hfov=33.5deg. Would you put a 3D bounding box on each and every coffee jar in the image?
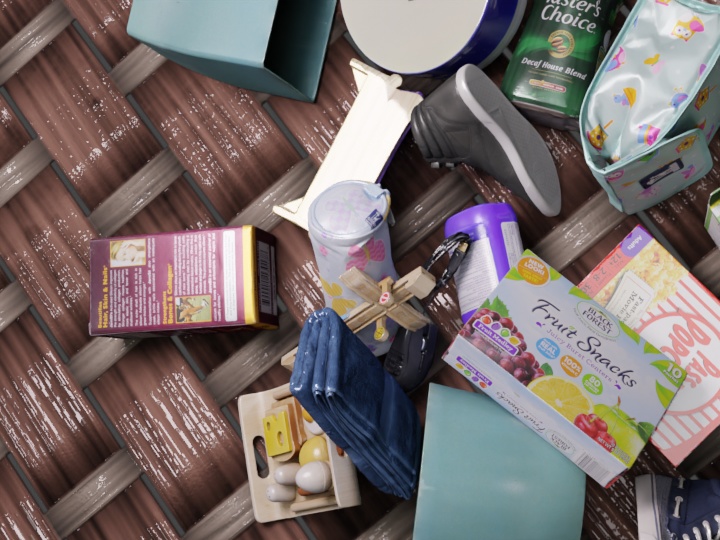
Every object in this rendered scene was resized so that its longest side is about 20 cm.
[{"bbox_3d":[0.222,-0.258,1.279,0.104,0.085,0.201,16,87,16],"label":"coffee jar"}]

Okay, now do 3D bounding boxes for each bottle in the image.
[{"bbox_3d":[0.144,0.033,1.264,0.083,0.065,0.202,-27,72,54],"label":"bottle"}]

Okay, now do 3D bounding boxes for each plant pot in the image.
[{"bbox_3d":[0.136,0.220,1.189,0.160,0.201,0.202,6,84,4],"label":"plant pot"},{"bbox_3d":[-0.152,-0.289,1.360,0.199,0.141,0.142,11,86,23],"label":"plant pot"}]

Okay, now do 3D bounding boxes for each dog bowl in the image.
[{"bbox_3d":[0.077,-0.307,1.281,0.199,0.079,0.202,4,97,36],"label":"dog bowl"}]

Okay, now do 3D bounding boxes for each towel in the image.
[{"bbox_3d":[0.004,0.133,1.193,0.048,0.200,0.112,-16,44,26],"label":"towel"}]

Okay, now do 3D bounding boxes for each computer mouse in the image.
[{"bbox_3d":[0.074,0.051,1.262,0.034,0.058,0.201,48,127,45],"label":"computer mouse"}]

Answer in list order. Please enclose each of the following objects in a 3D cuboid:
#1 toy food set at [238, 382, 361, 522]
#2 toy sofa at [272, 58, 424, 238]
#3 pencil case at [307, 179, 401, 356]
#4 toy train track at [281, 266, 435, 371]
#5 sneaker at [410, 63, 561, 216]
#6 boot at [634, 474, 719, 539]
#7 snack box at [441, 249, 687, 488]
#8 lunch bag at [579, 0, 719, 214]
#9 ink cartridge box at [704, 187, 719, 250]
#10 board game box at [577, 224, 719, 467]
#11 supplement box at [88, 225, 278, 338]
[{"bbox_3d":[-0.072,0.186,1.263,0.200,0.060,0.145,-26,71,56],"label":"toy food set"},{"bbox_3d":[-0.005,-0.121,1.322,0.097,0.083,0.201,27,90,13],"label":"toy sofa"},{"bbox_3d":[0.000,0.000,1.247,0.083,0.201,0.091,24,53,29],"label":"pencil case"},{"bbox_3d":[-0.005,0.061,1.219,0.199,0.114,0.033,-34,38,30],"label":"toy train track"},{"bbox_3d":[0.131,-0.124,1.273,0.099,0.200,0.071,-21,34,37],"label":"sneaker"},{"bbox_3d":[0.311,0.255,1.139,0.090,0.200,0.073,-4,114,12],"label":"boot"},{"bbox_3d":[0.199,0.092,1.157,0.200,0.053,0.142,38,52,7],"label":"snack box"},{"bbox_3d":[0.300,-0.160,1.202,0.121,0.170,0.201,27,90,24],"label":"lunch bag"},{"bbox_3d":[0.391,-0.061,1.149,0.103,0.200,0.060,-32,76,9],"label":"ink cartridge box"},{"bbox_3d":[0.306,0.077,1.234,0.152,0.046,0.200,-46,75,5],"label":"board game box"},{"bbox_3d":[-0.200,0.016,1.354,0.198,0.086,0.111,-4,82,14],"label":"supplement box"}]
